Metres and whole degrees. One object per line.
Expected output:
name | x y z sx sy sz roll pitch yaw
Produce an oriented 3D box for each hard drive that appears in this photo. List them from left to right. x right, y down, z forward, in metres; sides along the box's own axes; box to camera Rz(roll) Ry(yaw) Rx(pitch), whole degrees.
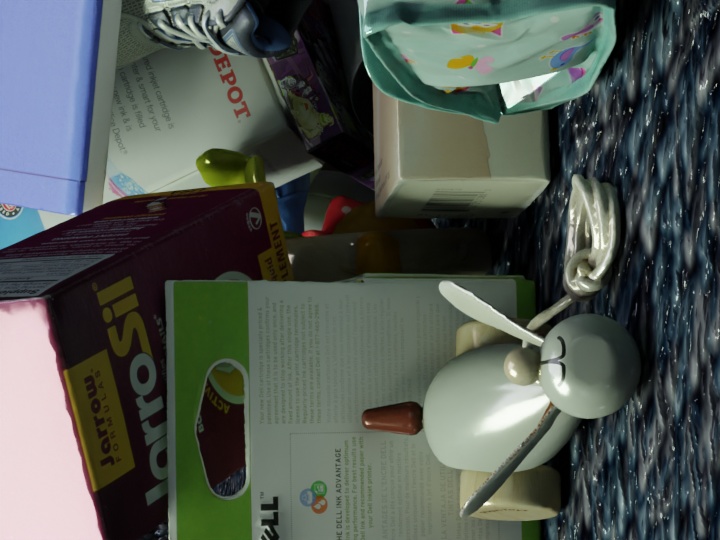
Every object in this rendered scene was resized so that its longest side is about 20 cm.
hard drive | -0.183 -0.136 1.138 0.132 0.025 0.201 10 96 41

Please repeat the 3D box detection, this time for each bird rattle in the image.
bird rattle | 0.000 0.000 1.171 0.163 0.200 0.113 0 83 44

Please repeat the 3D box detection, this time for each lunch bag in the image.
lunch bag | 0.054 -0.161 0.891 0.200 0.122 0.171 37 -132 -80

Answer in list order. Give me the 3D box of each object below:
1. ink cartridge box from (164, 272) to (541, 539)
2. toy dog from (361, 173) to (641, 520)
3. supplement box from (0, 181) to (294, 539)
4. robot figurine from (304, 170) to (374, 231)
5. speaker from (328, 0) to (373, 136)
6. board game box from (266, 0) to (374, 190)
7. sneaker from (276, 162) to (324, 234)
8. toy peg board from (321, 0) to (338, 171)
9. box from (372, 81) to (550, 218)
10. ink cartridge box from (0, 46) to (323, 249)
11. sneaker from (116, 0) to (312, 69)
ink cartridge box | -0.014 0.077 1.031 0.076 0.199 0.148 170 100 -64
toy dog | 0.057 0.054 0.938 0.200 0.096 0.132 102 165 -55
supplement box | -0.119 0.044 1.018 0.200 0.103 0.131 -32 -66 -55
robot figurine | -0.031 -0.003 1.398 0.113 0.170 0.200 -49 3 15
speaker | 0.021 -0.157 1.238 0.200 0.081 0.081 -101 13 -54
board game box | -0.013 -0.109 1.245 0.120 0.032 0.200 62 -168 15
sneaker | -0.067 -0.070 1.282 0.200 0.077 0.111 -73 -24 -47
toy peg board | -0.088 -0.103 1.500 0.200 0.098 0.200 -13 -64 -56
box | 0.048 -0.132 1.056 0.095 0.077 0.201 119 150 -76
ink cartridge box | -0.141 -0.092 1.227 0.145 0.200 0.085 68 -171 20
sneaker | -0.078 -0.149 1.120 0.077 0.200 0.085 13 -126 -54
